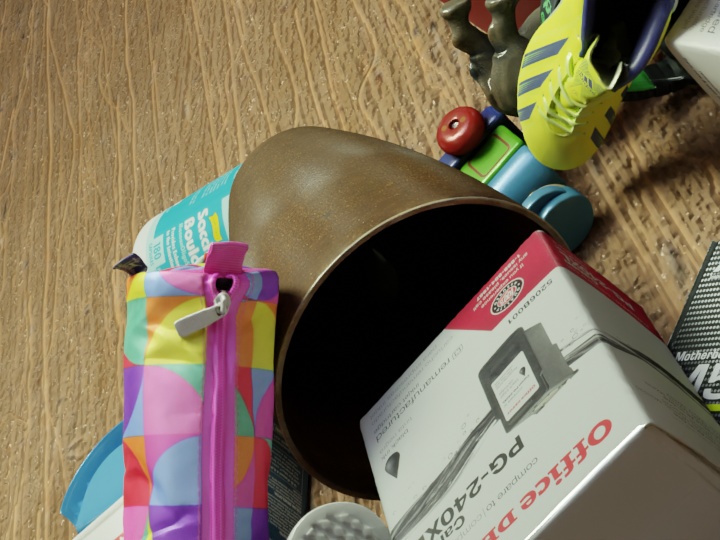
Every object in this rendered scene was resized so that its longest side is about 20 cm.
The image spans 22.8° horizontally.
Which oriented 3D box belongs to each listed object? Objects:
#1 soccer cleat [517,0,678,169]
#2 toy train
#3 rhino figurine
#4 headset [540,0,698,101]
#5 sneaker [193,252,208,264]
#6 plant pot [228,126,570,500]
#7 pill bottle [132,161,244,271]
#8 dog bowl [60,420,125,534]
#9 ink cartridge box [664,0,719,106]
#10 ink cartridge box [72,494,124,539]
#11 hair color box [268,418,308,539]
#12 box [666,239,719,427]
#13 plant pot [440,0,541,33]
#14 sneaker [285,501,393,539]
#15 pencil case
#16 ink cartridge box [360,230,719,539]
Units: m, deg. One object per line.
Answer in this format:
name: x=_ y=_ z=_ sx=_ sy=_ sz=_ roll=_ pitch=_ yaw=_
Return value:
soccer cleat: x=0.130 y=-0.118 z=1.017 sx=0.201 sy=0.064 sz=0.084 roll=109 pitch=174 yaw=-50
toy train: x=0.053 y=0.001 z=1.135 sx=0.200 sy=0.085 sz=0.116 roll=-48 pitch=39 yaw=3
rhino figurine: x=0.154 y=-0.165 z=1.142 sx=0.199 sy=0.088 sz=0.060 roll=-25 pitch=21 yaw=-10
headset: x=0.208 y=-0.166 z=1.069 sx=0.199 sy=0.124 sz=0.094 roll=-23 pitch=40 yaw=0
sneaker: x=-0.076 y=0.035 z=1.189 sx=0.070 sy=0.094 sz=0.200 roll=-10 pitch=-10 yaw=-1
plant pot: x=0.000 y=0.000 z=1.040 sx=0.187 sy=0.187 sz=0.200 roll=-47 pitch=38 yaw=4
pill bottle: x=-0.069 y=-0.026 z=1.315 sx=0.199 sy=0.111 sz=0.111 roll=-28 pitch=33 yaw=38
dog bowl: x=-0.167 y=0.190 z=1.254 sx=0.111 sy=0.050 sz=0.201 roll=-32 pitch=30 yaw=31
ink cartridge box: x=0.278 y=-0.140 z=0.922 sx=0.147 sy=0.084 sz=0.200 roll=-56 pitch=32 yaw=-7
ink cartridge box: x=-0.117 y=0.244 z=0.978 sx=0.145 sy=0.085 sz=0.201 roll=-40 pitch=51 yaw=18
hair color box: x=-0.089 y=0.182 z=1.127 sx=0.100 sy=0.060 sz=0.201 roll=-37 pitch=29 yaw=26
box: x=0.210 y=0.066 z=0.821 sx=0.199 sy=0.047 sz=0.194 roll=-6 pitch=53 yaw=56
plant pot: x=0.121 y=-0.245 z=1.232 sx=0.200 sy=0.177 sz=0.201 roll=-38 pitch=28 yaw=24
sneaker: x=0.003 y=0.215 z=0.865 sx=0.079 sy=0.078 sz=0.202 roll=120 pitch=144 yaw=-75
pencil case: x=-0.082 y=0.090 z=0.903 sx=0.088 sy=0.088 sz=0.202 roll=-9 pitch=79 yaw=53
ink cartridge box: x=0.087 y=0.092 z=0.843 sx=0.145 sy=0.083 sz=0.200 roll=-47 pitch=23 yaw=13
